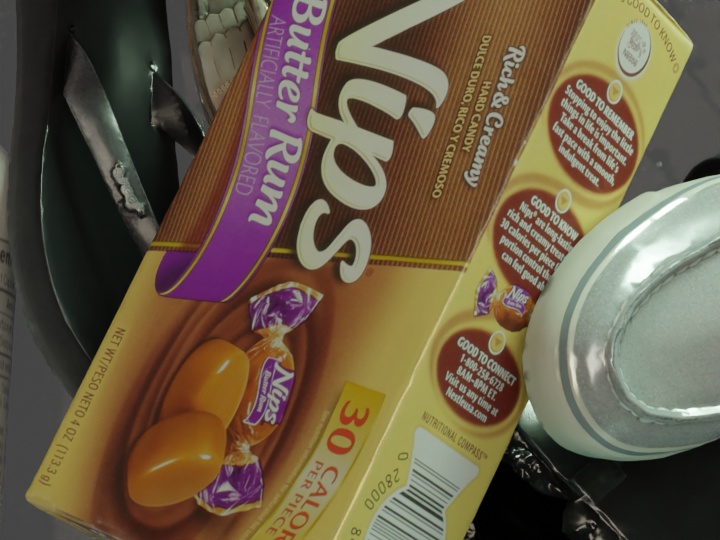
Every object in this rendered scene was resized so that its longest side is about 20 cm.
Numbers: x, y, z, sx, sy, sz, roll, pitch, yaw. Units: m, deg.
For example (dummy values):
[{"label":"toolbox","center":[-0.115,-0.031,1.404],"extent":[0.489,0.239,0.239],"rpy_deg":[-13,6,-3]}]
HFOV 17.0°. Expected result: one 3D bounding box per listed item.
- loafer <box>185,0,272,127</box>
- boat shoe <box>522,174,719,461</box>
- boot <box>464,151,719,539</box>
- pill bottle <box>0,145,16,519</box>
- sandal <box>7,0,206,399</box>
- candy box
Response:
[{"label":"loafer","center":[-0.008,-0.031,0.780],"extent":[0.072,0.063,0.201],"rpy_deg":[-18,82,0]},{"label":"boat shoe","center":[0.136,-0.003,0.676],"extent":[0.200,0.071,0.070],"rpy_deg":[-22,97,-30]},{"label":"boot","center":[0.125,0.060,0.730],"extent":[0.198,0.073,0.162],"rpy_deg":[43,55,12]},{"label":"pill bottle","center":[-0.164,0.000,0.753],"extent":[0.114,0.114,0.201],"rpy_deg":[3,82,1]},{"label":"sandal","center":[-0.075,-0.041,0.761],"extent":[0.043,0.076,0.201],"rpy_deg":[-19,71,30]},{"label":"candy box","center":[0.000,0.000,0.691],"extent":[0.116,0.056,0.200],"rpy_deg":[17,77,41]}]
